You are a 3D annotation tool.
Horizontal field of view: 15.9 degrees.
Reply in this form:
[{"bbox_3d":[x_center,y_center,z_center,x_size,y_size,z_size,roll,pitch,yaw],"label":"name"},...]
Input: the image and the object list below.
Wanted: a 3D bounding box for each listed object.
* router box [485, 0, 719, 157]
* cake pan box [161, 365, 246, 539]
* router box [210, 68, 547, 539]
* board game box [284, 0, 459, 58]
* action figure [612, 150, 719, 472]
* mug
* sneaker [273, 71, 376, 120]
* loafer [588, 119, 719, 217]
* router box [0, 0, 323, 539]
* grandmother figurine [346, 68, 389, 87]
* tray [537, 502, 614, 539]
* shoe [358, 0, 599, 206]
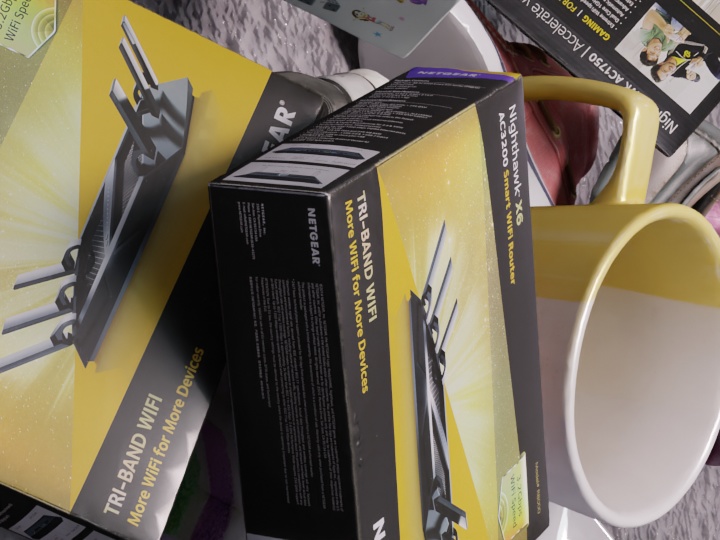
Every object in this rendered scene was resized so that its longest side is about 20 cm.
[{"bbox_3d":[0.121,-0.175,1.244,0.200,0.149,0.051,40,7,-10],"label":"router box"},{"bbox_3d":[-0.098,0.011,1.078,0.184,0.052,0.200,37,56,-50],"label":"cake pan box"},{"bbox_3d":[0.013,0.038,0.996,0.157,0.052,0.200,-35,126,-54],"label":"router box"},{"bbox_3d":[-0.037,-0.202,1.092,0.200,0.064,0.148,25,60,-13],"label":"board game box"},{"bbox_3d":[0.188,0.014,1.396,0.200,0.149,0.134,-61,163,-1],"label":"action figure"},{"bbox_3d":[0.084,0.019,1.230,0.187,0.153,0.149,-62,139,-23],"label":"mug"},{"bbox_3d":[-0.037,0.007,1.072,0.090,0.066,0.200,15,72,-48],"label":"sneaker"},{"bbox_3d":[0.129,0.011,1.318,0.200,0.063,0.072,-64,167,6],"label":"loafer"},{"bbox_3d":[-0.120,-0.009,0.965,0.157,0.052,0.200,25,65,-13],"label":"router box"},{"bbox_3d":[0.000,0.000,1.175,0.061,0.121,0.200,12,60,-28],"label":"grandmother figurine"},{"bbox_3d":[0.077,0.198,1.243,0.107,0.022,0.200,52,46,-3],"label":"tray"},{"bbox_3d":[0.063,-0.093,1.311,0.200,0.071,0.091,62,39,-38],"label":"shoe"}]
